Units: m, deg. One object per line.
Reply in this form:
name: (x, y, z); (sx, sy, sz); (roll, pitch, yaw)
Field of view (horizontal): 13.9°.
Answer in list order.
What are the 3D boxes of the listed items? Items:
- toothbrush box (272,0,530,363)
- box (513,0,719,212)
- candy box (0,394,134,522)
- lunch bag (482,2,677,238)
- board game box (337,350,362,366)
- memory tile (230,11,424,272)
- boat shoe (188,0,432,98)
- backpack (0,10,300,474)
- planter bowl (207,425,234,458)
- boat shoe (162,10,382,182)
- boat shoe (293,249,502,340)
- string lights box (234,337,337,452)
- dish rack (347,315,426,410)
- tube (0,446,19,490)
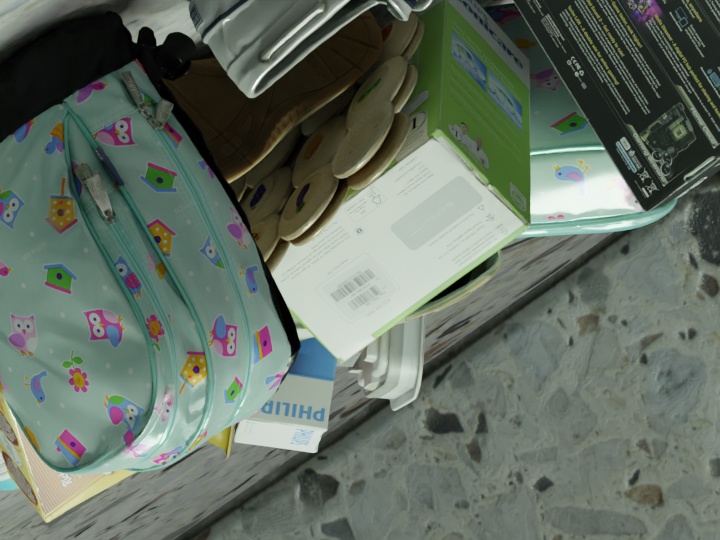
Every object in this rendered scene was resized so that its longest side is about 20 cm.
toothbrush box: (0.019, -0.064, 1.716); (0.145, 0.086, 0.200); (-36, -155, 21)
box: (0.160, -0.155, 1.576); (0.043, 0.201, 0.160); (-25, 170, -44)
candy box: (-0.164, 0.037, 1.685); (0.115, 0.055, 0.201); (-28, 136, -18)
lunch bag: (0.123, -0.098, 1.864); (0.159, 0.077, 0.200); (-7, -148, 10)
board game box: (-0.007, -0.016, 2.122); (0.034, 0.135, 0.200); (3, 167, -7)
memory tile: (-0.037, -0.052, 1.649); (0.200, 0.017, 0.154); (-42, -158, 31)
boat shoe: (0.012, -0.156, 1.483); (0.199, 0.066, 0.074); (-32, 173, 4)
backpack: (-0.125, -0.001, 1.418); (0.126, 0.201, 0.167); (-25, 171, -42)
planter bowl: (-0.111, 0.016, 1.905); (0.083, 0.202, 0.200); (7, 169, -3)
boat shoe: (-0.077, -0.083, 1.607); (0.200, 0.072, 0.072); (-36, 177, -29)
boat shoe: (0.000, 0.000, 1.819); (0.199, 0.075, 0.068); (-15, -176, -39)
string lights box: (-0.038, 0.009, 1.904); (0.059, 0.201, 0.103); (8, 167, -3)
dish rack: (0.021, 0.000, 2.204); (0.043, 0.202, 0.172); (4, 173, -8)
tube: (-0.247, 0.064, 1.710); (0.077, 0.050, 0.200); (-39, 142, 1)
